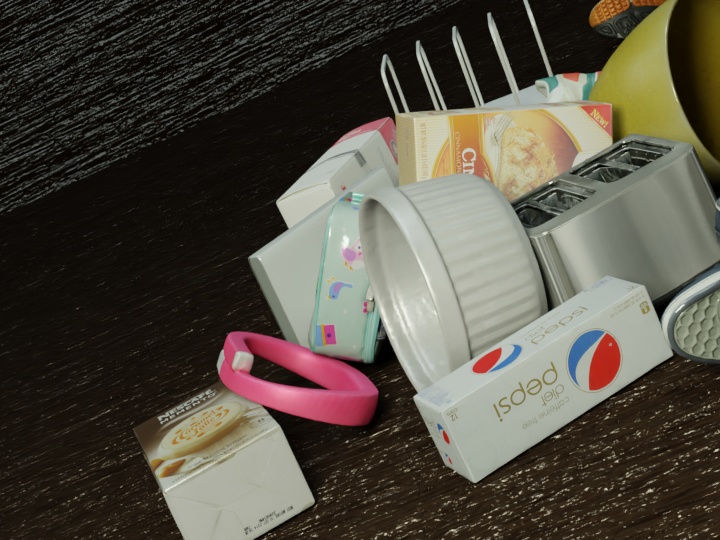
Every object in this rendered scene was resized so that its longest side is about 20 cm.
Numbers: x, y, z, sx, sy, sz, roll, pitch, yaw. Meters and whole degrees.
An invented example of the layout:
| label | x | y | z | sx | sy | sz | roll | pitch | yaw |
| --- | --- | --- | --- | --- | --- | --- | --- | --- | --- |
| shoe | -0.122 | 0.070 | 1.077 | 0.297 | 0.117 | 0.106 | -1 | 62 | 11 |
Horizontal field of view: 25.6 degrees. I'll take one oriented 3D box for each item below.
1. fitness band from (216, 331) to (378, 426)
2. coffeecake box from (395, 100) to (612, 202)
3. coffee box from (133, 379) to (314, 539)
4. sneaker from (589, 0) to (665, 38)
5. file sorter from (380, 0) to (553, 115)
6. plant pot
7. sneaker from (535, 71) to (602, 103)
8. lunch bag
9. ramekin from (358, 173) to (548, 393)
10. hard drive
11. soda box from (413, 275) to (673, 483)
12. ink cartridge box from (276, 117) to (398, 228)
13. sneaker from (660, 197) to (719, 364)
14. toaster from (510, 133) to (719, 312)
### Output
| label | x | y | z | sx | sy | sz | roll | pitch | yaw |
| --- | --- | --- | --- | --- | --- | --- | --- | --- | --- |
| fitness band | -0.057 | 0.097 | 1.452 | 0.142 | 0.038 | 0.200 | 15 | 6 | -12 |
| coffeecake box | 0.140 | -0.079 | 1.524 | 0.197 | 0.156 | 0.073 | -6 | 10 | -13 |
| coffee box | -0.125 | 0.171 | 1.396 | 0.113 | 0.080 | 0.200 | -28 | 15 | -10 |
| sneaker | 0.441 | -0.405 | 2.414 | 0.198 | 0.077 | 0.092 | -18 | 8 | 0 |
| file sorter | 0.131 | -0.226 | 1.888 | 0.198 | 0.126 | 0.139 | -21 | 16 | 9 |
| plant pot | 0.314 | -0.166 | 1.591 | 0.141 | 0.201 | 0.200 | -21 | 14 | 45 |
| sneaker | 0.210 | -0.119 | 1.655 | 0.092 | 0.070 | 0.202 | 3 | 65 | 15 |
| lunch bag | 0.000 | 0.000 | 1.572 | 0.076 | 0.163 | 0.200 | 11 | 9 | 1 |
| ramekin | 0.083 | 0.011 | 1.381 | 0.104 | 0.202 | 0.200 | -19 | 13 | -14 |
| hard drive | -0.019 | -0.006 | 1.706 | 0.199 | 0.133 | 0.026 | -36 | 20 | -34 |
| soda box | 0.146 | 0.084 | 1.261 | 0.199 | 0.069 | 0.064 | -30 | 16 | -13 |
| ink cartridge box | 0.000 | -0.070 | 1.861 | 0.082 | 0.148 | 0.200 | -17 | 17 | 31 |
| sneaker | 0.296 | 0.001 | 1.245 | 0.200 | 0.078 | 0.146 | -21 | 24 | -17 |
| toaster | 0.218 | -0.025 | 1.409 | 0.180 | 0.120 | 0.200 | -29 | 16 | -9 |
